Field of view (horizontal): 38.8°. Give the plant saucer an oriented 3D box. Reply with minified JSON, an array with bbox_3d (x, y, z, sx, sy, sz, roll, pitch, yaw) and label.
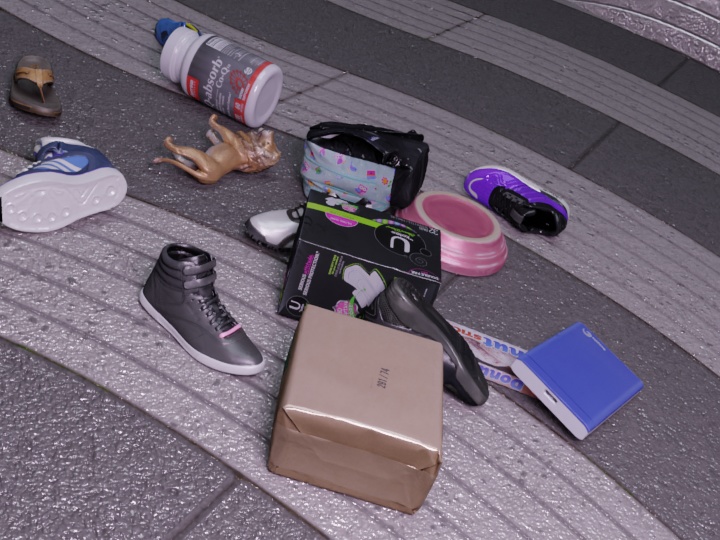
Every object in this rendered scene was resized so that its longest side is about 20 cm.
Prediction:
[{"bbox_3d":[0.151,-0.069,1.659,0.196,0.052,0.202,15,32,-10],"label":"plant saucer"}]

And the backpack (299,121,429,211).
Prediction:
[{"bbox_3d":[0.000,-0.166,1.634,0.196,0.129,0.167,13,20,11],"label":"backpack"}]

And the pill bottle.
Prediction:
[{"bbox_3d":[-0.244,-0.342,1.792,0.197,0.118,0.116,27,32,13],"label":"pill bottle"}]

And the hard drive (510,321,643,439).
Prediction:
[{"bbox_3d":[0.300,0.145,1.400,0.132,0.026,0.199,46,33,18],"label":"hard drive"}]

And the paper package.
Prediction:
[{"bbox_3d":[-0.002,0.155,1.178,0.187,0.105,0.201,17,32,-5],"label":"paper package"}]

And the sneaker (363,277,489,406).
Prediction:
[{"bbox_3d":[0.075,0.114,1.325,0.199,0.114,0.077,44,22,-14],"label":"sneaker"}]

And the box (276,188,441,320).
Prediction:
[{"bbox_3d":[0.000,0.000,1.397,0.196,0.126,0.149,17,31,-7],"label":"box"}]

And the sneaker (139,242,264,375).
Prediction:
[{"bbox_3d":[-0.188,0.042,1.249,0.199,0.101,0.070,35,33,22],"label":"sneaker"}]

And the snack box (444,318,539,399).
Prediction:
[{"bbox_3d":[0.181,0.122,1.407,0.196,0.025,0.072,21,31,0],"label":"snack box"}]

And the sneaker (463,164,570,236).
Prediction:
[{"bbox_3d":[0.271,-0.116,1.781,0.197,0.071,0.100,22,33,4],"label":"sneaker"}]

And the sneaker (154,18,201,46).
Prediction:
[{"bbox_3d":[-0.334,-0.446,1.939,0.065,0.080,0.201,-4,37,-31],"label":"sneaker"}]

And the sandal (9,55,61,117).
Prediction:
[{"bbox_3d":[-0.518,-0.306,1.639,0.080,0.055,0.201,7,34,-20],"label":"sandal"}]

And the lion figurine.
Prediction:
[{"bbox_3d":[-0.223,-0.177,1.610,0.122,0.073,0.200,41,50,10],"label":"lion figurine"}]

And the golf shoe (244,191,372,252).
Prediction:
[{"bbox_3d":[-0.073,-0.080,1.508,0.196,0.096,0.078,1,36,-25],"label":"golf shoe"}]

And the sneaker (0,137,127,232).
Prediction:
[{"bbox_3d":[-0.434,-0.124,1.397,0.198,0.082,0.146,-17,39,-40],"label":"sneaker"}]
